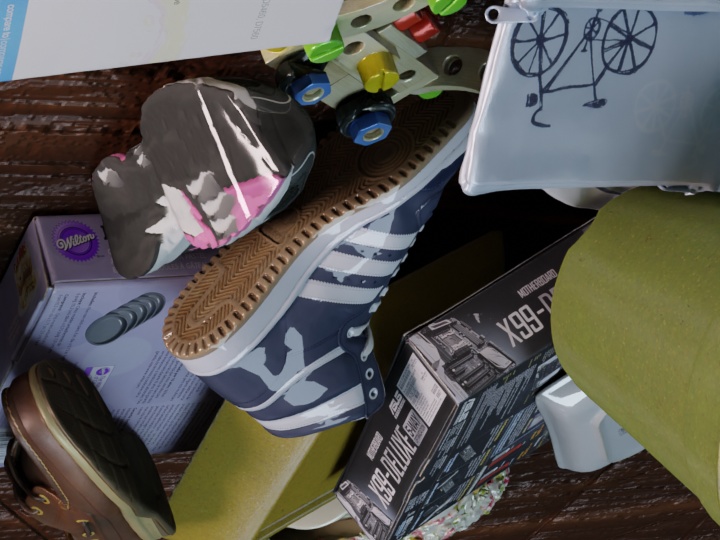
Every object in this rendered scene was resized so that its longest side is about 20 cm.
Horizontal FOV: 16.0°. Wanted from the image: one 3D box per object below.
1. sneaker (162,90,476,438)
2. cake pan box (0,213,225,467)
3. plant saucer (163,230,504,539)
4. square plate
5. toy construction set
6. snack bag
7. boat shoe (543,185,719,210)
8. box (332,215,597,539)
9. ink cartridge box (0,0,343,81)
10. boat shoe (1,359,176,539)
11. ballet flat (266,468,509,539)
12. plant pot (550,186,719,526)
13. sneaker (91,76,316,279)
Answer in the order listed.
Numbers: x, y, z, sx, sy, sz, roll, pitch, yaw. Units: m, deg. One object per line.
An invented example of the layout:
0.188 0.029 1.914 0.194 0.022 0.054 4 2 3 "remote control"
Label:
0.000 0.000 1.318 0.200 0.070 0.109 -43 128 -3 "sneaker"
-0.118 0.041 1.405 0.183 0.053 0.200 -2 147 -26 "cake pan box"
-0.007 0.082 1.479 0.199 0.049 0.200 -28 160 -36 "plant saucer"
0.197 0.051 1.489 0.197 0.029 0.200 -33 162 -1 "square plate"
0.025 -0.116 1.189 0.131 0.093 0.200 -30 140 17 "toy construction set"
0.133 -0.124 1.186 0.188 0.021 0.201 -3 116 -42 "snack bag"
0.138 -0.071 1.366 0.199 0.074 0.065 14 122 -51 "boat shoe"
0.076 0.064 1.438 0.157 0.050 0.200 -31 162 -26 "box"
-0.083 -0.164 0.982 0.199 0.129 0.125 -8 150 -21 "ink cartridge box"
-0.156 0.110 1.374 0.067 0.072 0.200 -23 155 2 "boat shoe"
0.007 0.150 1.646 0.199 0.076 0.064 -15 171 -12 "ballet flat"
0.199 0.040 1.292 0.199 0.190 0.202 -12 114 -30 "plant pot"
-0.061 -0.055 1.232 0.086 0.081 0.200 -21 -177 -26 "sneaker"
